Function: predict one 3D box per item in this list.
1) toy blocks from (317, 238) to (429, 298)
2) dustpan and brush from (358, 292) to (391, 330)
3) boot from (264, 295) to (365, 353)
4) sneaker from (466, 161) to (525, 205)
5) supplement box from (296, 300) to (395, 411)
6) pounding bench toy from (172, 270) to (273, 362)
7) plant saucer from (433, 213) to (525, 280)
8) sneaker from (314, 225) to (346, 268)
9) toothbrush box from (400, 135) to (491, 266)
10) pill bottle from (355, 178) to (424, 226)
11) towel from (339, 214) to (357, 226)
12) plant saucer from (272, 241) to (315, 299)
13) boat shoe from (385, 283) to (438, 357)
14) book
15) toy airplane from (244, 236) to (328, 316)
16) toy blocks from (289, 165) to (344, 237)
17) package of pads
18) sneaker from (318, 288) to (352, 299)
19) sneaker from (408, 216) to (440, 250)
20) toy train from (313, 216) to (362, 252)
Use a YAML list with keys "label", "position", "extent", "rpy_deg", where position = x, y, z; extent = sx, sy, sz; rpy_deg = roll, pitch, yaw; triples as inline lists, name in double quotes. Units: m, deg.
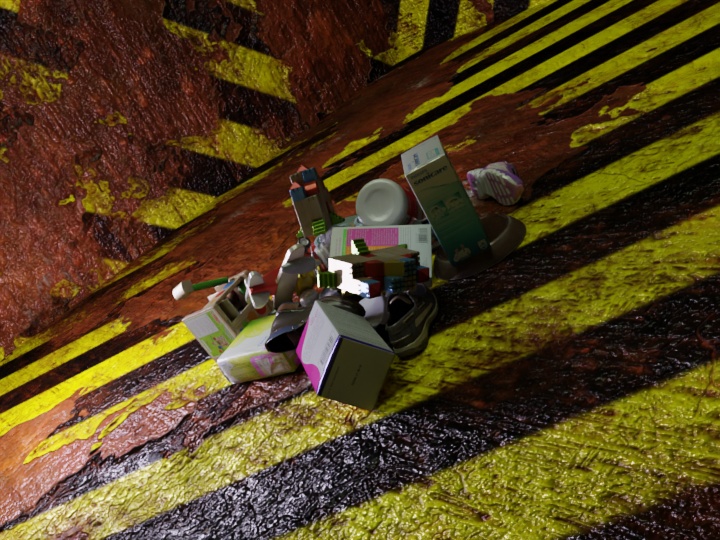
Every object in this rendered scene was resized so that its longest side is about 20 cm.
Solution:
- label: "toy blocks"
  position: [0.043, 0.002, 1.358]
  extent: [0.198, 0.101, 0.136]
  rpy_deg: [-11, 16, -33]
- label: "dustpan and brush"
  position: [0.030, 0.075, 1.471]
  extent: [0.139, 0.057, 0.201]
  rpy_deg: [-26, 26, 37]
- label: "boot"
  position: [-0.085, 0.106, 1.412]
  extent: [0.198, 0.075, 0.097]
  rpy_deg: [-9, 37, 35]
- label: "sneaker"
  position: [0.307, -0.197, 1.665]
  extent: [0.088, 0.081, 0.200]
  rpy_deg: [-27, 18, -10]
- label: "supplement box"
  position: [-0.030, 0.135, 1.273]
  extent: [0.102, 0.102, 0.200]
  rpy_deg: [-68, 20, 8]
- label: "pounding bench toy"
  position: [-0.305, 0.069, 1.728]
  extent: [0.124, 0.201, 0.156]
  rpy_deg: [-22, 21, 41]
- label: "plant saucer"
  position: [0.224, -0.054, 1.505]
  extent: [0.199, 0.035, 0.201]
  rpy_deg: [-27, 21, 11]
- label: "sneaker"
  position: [-0.038, -0.059, 1.658]
  extent: [0.082, 0.075, 0.200]
  rpy_deg: [-32, 12, 12]
- label: "toothbrush box"
  position: [0.157, -0.132, 1.441]
  extent: [0.085, 0.201, 0.147]
  rpy_deg: [-27, 19, 11]
- label: "pill bottle"
  position: [0.073, -0.128, 1.685]
  extent: [0.111, 0.113, 0.200]
  rpy_deg: [-25, -13, 17]
- label: "towel"
  position: [0.002, -0.111, 1.930]
  extent: [0.198, 0.022, 0.147]
  rpy_deg: [-13, 23, 19]
- label: "plant saucer"
  position: [-0.128, -0.024, 1.949]
  extent: [0.198, 0.037, 0.200]
  rpy_deg: [-24, 21, 18]
- label: "boat shoe"
  position: [0.088, 0.068, 1.352]
  extent: [0.074, 0.074, 0.201]
  rpy_deg: [-24, 21, 20]
- label: "book"
  position: [0.040, -0.030, 1.510]
  extent: [0.197, 0.048, 0.135]
  rpy_deg: [-1, 53, 6]
- label: "toy airplane"
  position: [-0.148, 0.032, 1.643]
  extent: [0.199, 0.141, 0.200]
  rpy_deg: [-48, -18, 8]
- label: "toy blocks"
  position: [-0.103, -0.153, 1.627]
  extent: [0.099, 0.138, 0.200]
  rpy_deg: [-16, 10, 9]
- label: "package of pads"
  position: [-0.179, 0.151, 1.560]
  extent: [0.199, 0.069, 0.155]
  rpy_deg: [-17, 23, 37]
- label: "sneaker"
  position: [0.000, 0.000, 1.606]
  extent: [0.201, 0.075, 0.106]
  rpy_deg: [-53, 6, -28]
- label: "sneaker"
  position: [0.106, -0.066, 1.629]
  extent: [0.199, 0.082, 0.070]
  rpy_deg: [-35, 23, -7]
- label: "toy train"
  position: [-0.021, -0.052, 1.788]
  extent: [0.198, 0.086, 0.114]
  rpy_deg: [-27, 43, 3]
